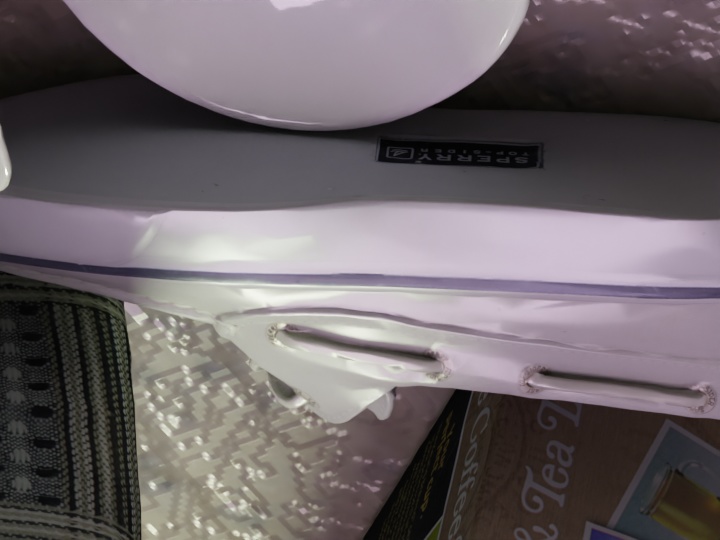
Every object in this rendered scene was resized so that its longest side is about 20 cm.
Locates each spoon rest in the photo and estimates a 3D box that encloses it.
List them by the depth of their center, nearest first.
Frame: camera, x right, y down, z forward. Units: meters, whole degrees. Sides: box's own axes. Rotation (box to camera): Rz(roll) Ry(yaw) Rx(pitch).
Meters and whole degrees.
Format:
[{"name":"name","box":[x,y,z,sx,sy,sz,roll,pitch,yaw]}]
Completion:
[{"name":"spoon rest","box":[-0.049,-0.095,0.580,0.099,0.061,0.200,-28,122,37]}]

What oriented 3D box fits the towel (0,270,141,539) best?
[{"name":"towel","box":[-0.144,0.025,0.618,0.198,0.193,0.035,6,124,-10]}]

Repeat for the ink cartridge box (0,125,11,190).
[{"name":"ink cartridge box","box":[-0.172,-0.045,0.528,0.199,0.126,0.129,-15,125,-3]}]

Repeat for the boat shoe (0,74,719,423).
[{"name":"boat shoe","box":[0.000,0.000,0.654,0.198,0.072,0.066,2,117,3]}]

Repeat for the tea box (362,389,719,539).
[{"name":"tea box","box":[0.047,0.149,0.704,0.133,0.201,0.197,21,138,-6]}]
